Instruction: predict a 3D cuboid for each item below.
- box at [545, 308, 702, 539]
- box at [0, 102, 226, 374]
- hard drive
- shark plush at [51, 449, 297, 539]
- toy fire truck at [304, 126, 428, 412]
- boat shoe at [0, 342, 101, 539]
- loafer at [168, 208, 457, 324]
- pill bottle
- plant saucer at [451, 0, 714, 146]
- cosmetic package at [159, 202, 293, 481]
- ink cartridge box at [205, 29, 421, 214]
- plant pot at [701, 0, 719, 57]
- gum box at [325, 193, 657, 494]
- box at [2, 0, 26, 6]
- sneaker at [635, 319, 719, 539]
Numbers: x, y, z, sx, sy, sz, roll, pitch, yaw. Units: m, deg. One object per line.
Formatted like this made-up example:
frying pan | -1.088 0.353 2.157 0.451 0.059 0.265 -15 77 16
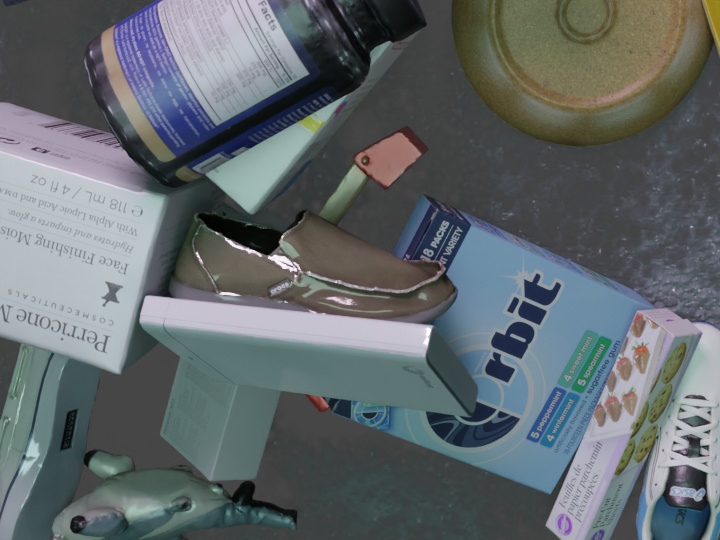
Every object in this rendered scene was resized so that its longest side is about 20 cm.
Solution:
box | 0.200 0.124 0.972 0.039 0.041 0.201 39 119 42
box | -0.222 -0.032 0.933 0.198 0.200 0.131 16 102 4
hard drive | -0.032 0.058 0.856 0.199 0.132 0.027 5 70 21
shark plush | -0.156 0.200 1.058 0.199 0.091 0.084 -7 123 -13
toy fire truck | 0.000 0.000 0.991 0.200 0.049 0.141 -40 93 13
boat shoe | -0.272 0.139 1.046 0.070 0.071 0.201 22 106 25
loafer | -0.032 -0.003 0.862 0.199 0.075 0.070 5 108 3
pill bottle | -0.064 -0.144 0.808 0.200 0.112 0.112 -28 96 10
plant saucer | 0.166 -0.191 0.942 0.199 0.035 0.201 1 101 6
cosmetic package | -0.094 0.056 0.992 0.082 0.051 0.201 30 109 44
ink cartridge box | -0.052 -0.162 0.926 0.125 0.129 0.200 40 101 -1
plant pot | 0.357 -0.193 0.844 0.176 0.200 0.201 -22 98 -10
gum box | 0.097 0.059 0.958 0.200 0.045 0.170 22 103 -21
box | -0.181 -0.300 0.857 0.199 0.104 0.182 -8 120 28
sneaker | 0.256 0.140 0.976 0.072 0.072 0.201 6 100 7
